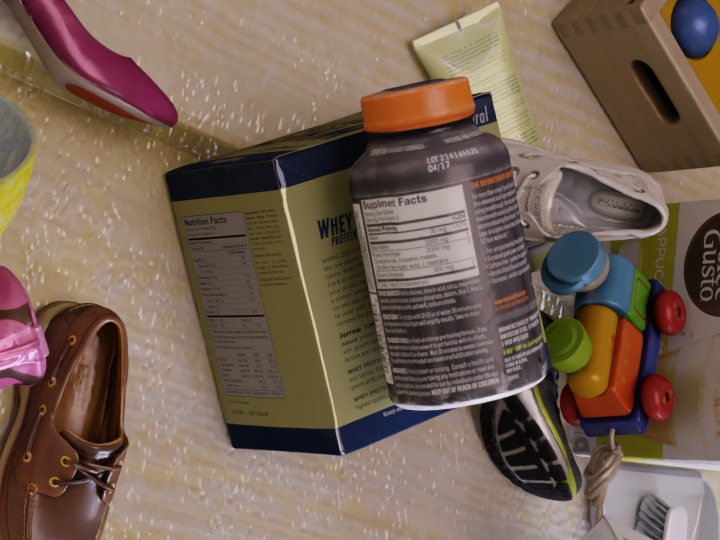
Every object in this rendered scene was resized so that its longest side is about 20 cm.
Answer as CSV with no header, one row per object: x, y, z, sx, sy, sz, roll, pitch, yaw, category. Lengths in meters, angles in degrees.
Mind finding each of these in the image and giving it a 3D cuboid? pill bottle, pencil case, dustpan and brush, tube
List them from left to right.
-0.281,0.052,1.226,0.199,0.093,0.091,-15,99,-38,pencil case
0.052,-0.020,1.310,0.106,0.106,0.201,-15,98,-37,pill bottle
0.110,-0.098,1.568,0.058,0.052,0.201,-43,113,-55,tube
0.243,0.258,1.646,0.139,0.057,0.201,9,82,-37,dustpan and brush

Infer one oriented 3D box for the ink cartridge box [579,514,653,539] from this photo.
0.184,0.301,1.517,0.175,0.084,0.200,29,113,-34,ink cartridge box

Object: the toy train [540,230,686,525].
0.167,0.079,1.491,0.116,0.084,0.201,42,51,-44,toy train

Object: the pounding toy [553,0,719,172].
0.299,-0.183,1.658,0.184,0.142,0.200,-48,115,-28,pounding toy

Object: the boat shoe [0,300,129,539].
-0.187,0.118,1.312,0.072,0.067,0.201,12,81,-37,boat shoe

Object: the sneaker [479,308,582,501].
0.129,0.082,1.561,0.081,0.074,0.201,-34,110,-37,sneaker

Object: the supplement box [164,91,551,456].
0.000,0.000,1.421,0.199,0.134,0.201,-20,100,-37,supplement box

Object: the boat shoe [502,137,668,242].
0.131,-0.057,1.517,0.199,0.069,0.071,4,101,-4,boat shoe

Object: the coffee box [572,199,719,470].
0.310,0.058,1.615,0.199,0.197,0.201,11,81,-40,coffee box

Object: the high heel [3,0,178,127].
-0.184,-0.173,1.325,0.200,0.067,0.097,33,79,-29,high heel

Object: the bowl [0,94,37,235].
-0.289,-0.037,1.187,0.199,0.200,0.108,-12,124,-38,bowl
